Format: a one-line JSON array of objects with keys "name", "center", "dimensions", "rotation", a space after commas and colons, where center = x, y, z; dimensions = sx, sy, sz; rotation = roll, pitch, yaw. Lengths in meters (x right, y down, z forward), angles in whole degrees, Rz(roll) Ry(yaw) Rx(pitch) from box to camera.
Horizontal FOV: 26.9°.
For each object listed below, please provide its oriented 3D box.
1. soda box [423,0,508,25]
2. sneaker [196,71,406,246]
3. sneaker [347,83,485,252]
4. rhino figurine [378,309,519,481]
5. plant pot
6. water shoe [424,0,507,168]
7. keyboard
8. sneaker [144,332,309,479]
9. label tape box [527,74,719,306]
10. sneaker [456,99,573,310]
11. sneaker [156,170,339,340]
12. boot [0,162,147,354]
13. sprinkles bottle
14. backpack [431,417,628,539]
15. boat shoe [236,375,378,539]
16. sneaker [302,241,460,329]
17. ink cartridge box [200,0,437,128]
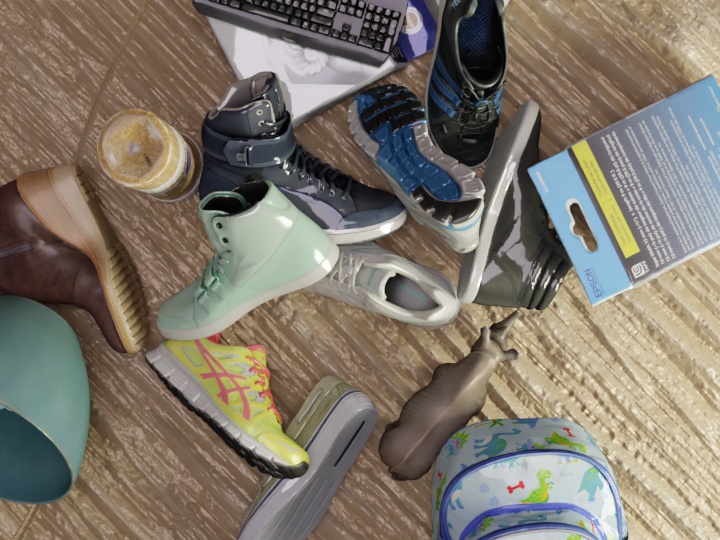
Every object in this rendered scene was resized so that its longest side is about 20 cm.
[{"name": "soda box", "center": [0.065, -0.324, 1.427], "dimensions": [0.068, 0.064, 0.201], "rotation": [-28, 89, -3]}, {"name": "sneaker", "center": [-0.052, -0.105, 1.396], "dimensions": [0.200, 0.077, 0.148], "rotation": [5, 119, 0]}, {"name": "sneaker", "center": [0.051, -0.091, 1.410], "dimensions": [0.074, 0.087, 0.201], "rotation": [-28, 55, -7]}, {"name": "rhino figurine", "center": [0.087, 0.116, 1.406], "dimensions": [0.060, 0.087, 0.200], "rotation": [40, 91, 2]}, {"name": "plant pot", "center": [-0.330, 0.104, 1.392], "dimensions": [0.198, 0.201, 0.136], "rotation": [20, 54, 3]}, {"name": "water shoe", "center": [0.098, -0.173, 1.379], "dimensions": [0.071, 0.079, 0.202], "rotation": [-6, 123, -5]}, {"name": "keyboard", "center": [-0.050, -0.277, 1.416], "dimensions": [0.198, 0.021, 0.129], "rotation": [16, 88, 2]}, {"name": "sneaker", "center": [-0.111, 0.112, 1.404], "dimensions": [0.200, 0.078, 0.090], "rotation": [40, 76, 24]}, {"name": "label tape box", "center": [0.268, -0.072, 1.406], "dimensions": [0.198, 0.066, 0.144], "rotation": [-27, 88, -3]}, {"name": "sneaker", "center": [0.163, -0.054, 1.423], "dimensions": [0.098, 0.071, 0.202], "rotation": [17, 85, -10]}, {"name": "sneaker", "center": [-0.131, -0.016, 1.382], "dimensions": [0.199, 0.074, 0.118], "rotation": [-26, 122, 24]}, {"name": "boot", "center": [-0.307, 0.011, 1.449], "dimensions": [0.165, 0.072, 0.202], "rotation": [-24, 89, 14]}, {"name": "sprinkles bottle", "center": [-0.187, -0.102, 1.368], "dimensions": [0.067, 0.200, 0.069], "rotation": [0, 89, 3]}, {"name": "backpack", "center": [0.153, 0.243, 1.346], "dimensions": [0.181, 0.147, 0.202], "rotation": [-6, 108, 2]}, {"name": "boat shoe", "center": [-0.058, 0.193, 1.430], "dimensions": [0.062, 0.072, 0.201], "rotation": [38, 93, 39]}, {"name": "sneaker", "center": [0.000, 0.000, 1.418], "dimensions": [0.198, 0.080, 0.071], "rotation": [18, 91, 5]}, {"name": "ink cartridge box", "center": [-0.048, -0.260, 1.445], "dimensions": [0.199, 0.041, 0.201], "rotation": [-29, 87, 1]}]
